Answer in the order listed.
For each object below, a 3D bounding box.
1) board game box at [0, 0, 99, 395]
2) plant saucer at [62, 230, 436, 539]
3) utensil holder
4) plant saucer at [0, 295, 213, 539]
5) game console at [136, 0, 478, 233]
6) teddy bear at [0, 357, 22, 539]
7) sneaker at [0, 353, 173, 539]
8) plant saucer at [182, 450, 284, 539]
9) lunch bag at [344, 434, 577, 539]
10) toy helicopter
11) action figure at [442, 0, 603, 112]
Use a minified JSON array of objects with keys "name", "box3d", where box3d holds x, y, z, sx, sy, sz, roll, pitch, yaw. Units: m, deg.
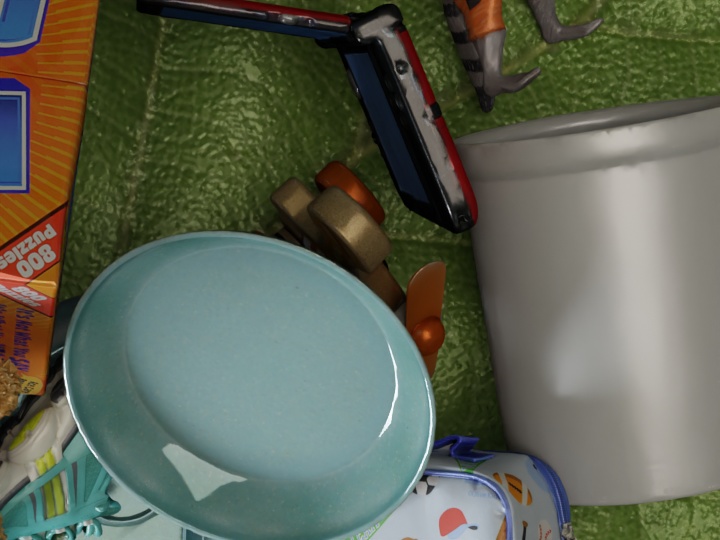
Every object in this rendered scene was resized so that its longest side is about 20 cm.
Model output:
[{"name":"board game box","box3d":[-0.240,-0.069,0.952,0.198,0.200,0.201,8,71,-9]},{"name":"plant saucer","box3d":[-0.055,0.057,0.989,0.198,0.036,0.201,7,123,10]},{"name":"utensil holder","box3d":[0.148,0.013,1.063,0.169,0.170,0.202,-11,98,-7]},{"name":"plant saucer","box3d":[-0.138,0.113,1.096,0.198,0.027,0.202,-1,94,-9]},{"name":"game console","box3d":[-0.033,-0.087,1.010,0.118,0.200,0.173,-23,98,-3]},{"name":"teddy bear","box3d":[-0.244,0.111,0.909,0.199,0.067,0.145,-31,113,18]},{"name":"sneaker","box3d":[-0.174,0.124,1.044,0.080,0.077,0.200,44,87,-18]},{"name":"plant saucer","box3d":[-0.069,0.137,1.069,0.070,0.019,0.202,5,95,35]},{"name":"lunch bag","box3d":[0.030,0.167,1.048,0.075,0.199,0.162,-4,93,-52]},{"name":"toy helicopter","box3d":[0.000,0.000,1.021,0.079,0.200,0.132,-41,83,-6]},{"name":"action figure","box3d":[0.033,-0.179,1.058,0.194,0.104,0.200,52,48,-2]}]
